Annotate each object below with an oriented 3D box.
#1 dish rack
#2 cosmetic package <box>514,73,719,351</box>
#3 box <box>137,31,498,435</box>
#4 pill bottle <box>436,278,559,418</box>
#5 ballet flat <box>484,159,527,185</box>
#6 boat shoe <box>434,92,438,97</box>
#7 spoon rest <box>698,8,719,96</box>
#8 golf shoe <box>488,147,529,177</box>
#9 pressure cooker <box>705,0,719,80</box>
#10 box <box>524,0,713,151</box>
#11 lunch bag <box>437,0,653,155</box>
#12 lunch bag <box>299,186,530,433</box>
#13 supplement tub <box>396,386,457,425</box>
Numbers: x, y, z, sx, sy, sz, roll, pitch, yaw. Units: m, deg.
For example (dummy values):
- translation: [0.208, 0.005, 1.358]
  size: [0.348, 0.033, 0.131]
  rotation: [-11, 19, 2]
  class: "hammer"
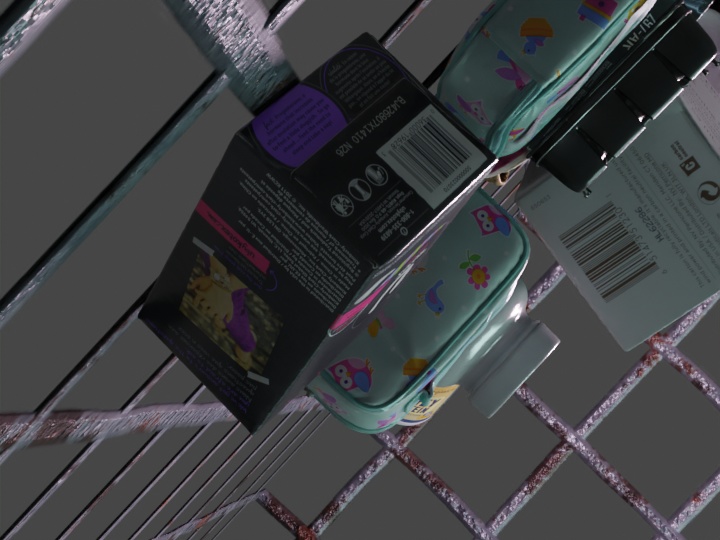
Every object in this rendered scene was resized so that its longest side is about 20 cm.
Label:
- translation: [0.197, -0.120, 1.288]
  size: [0.153, 0.055, 0.200]
  rotation: [-45, 176, 8]
  class: "dish rack"
- translation: [0.252, -0.068, 1.506]
  size: [0.166, 0.168, 0.200]
  rotation: [-36, -172, 20]
  class: "cosmetic package"
- translation: [-0.029, -0.017, 0.992]
  size: [0.122, 0.106, 0.200]
  rotation: [-42, 173, -37]
  class: "box"
- translation: [0.059, 0.018, 1.391]
  size: [0.113, 0.200, 0.113]
  rotation: [-45, 175, -5]
  class: "pill bottle"
- translation: [0.174, -0.160, 1.701]
  size: [0.200, 0.065, 0.070]
  rotation: [-51, 176, 34]
  class: "ballet flat"
- translation: [0.110, -0.138, 1.369]
  size: [0.200, 0.069, 0.084]
  rotation: [-46, 175, -10]
  class: "boat shoe"
- translation: [0.259, -0.168, 1.605]
  size: [0.199, 0.100, 0.061]
  rotation: [-29, -167, 26]
  class: "spoon rest"
- translation: [0.172, -0.155, 1.570]
  size: [0.200, 0.075, 0.091]
  rotation: [-47, 150, 16]
  class: "golf shoe"
- translation: [0.343, -0.262, 1.701]
  size: [0.179, 0.176, 0.200]
  rotation: [-52, 174, 15]
  class: "pressure cooker"
- translation: [0.198, -0.193, 1.424]
  size: [0.200, 0.043, 0.161]
  rotation: [-51, -159, 17]
  class: "box"
- translation: [0.144, -0.173, 1.251]
  size: [0.200, 0.077, 0.160]
  rotation: [-45, 173, -6]
  class: "lunch bag"
- translation: [0.017, 0.013, 1.258]
  size: [0.200, 0.160, 0.077]
  rotation: [-46, 174, -19]
  class: "lunch bag"
- translation: [0.103, 0.153, 2.923]
  size: [0.144, 0.144, 0.200]
  rotation: [-41, 172, -44]
  class: "supplement tub"
